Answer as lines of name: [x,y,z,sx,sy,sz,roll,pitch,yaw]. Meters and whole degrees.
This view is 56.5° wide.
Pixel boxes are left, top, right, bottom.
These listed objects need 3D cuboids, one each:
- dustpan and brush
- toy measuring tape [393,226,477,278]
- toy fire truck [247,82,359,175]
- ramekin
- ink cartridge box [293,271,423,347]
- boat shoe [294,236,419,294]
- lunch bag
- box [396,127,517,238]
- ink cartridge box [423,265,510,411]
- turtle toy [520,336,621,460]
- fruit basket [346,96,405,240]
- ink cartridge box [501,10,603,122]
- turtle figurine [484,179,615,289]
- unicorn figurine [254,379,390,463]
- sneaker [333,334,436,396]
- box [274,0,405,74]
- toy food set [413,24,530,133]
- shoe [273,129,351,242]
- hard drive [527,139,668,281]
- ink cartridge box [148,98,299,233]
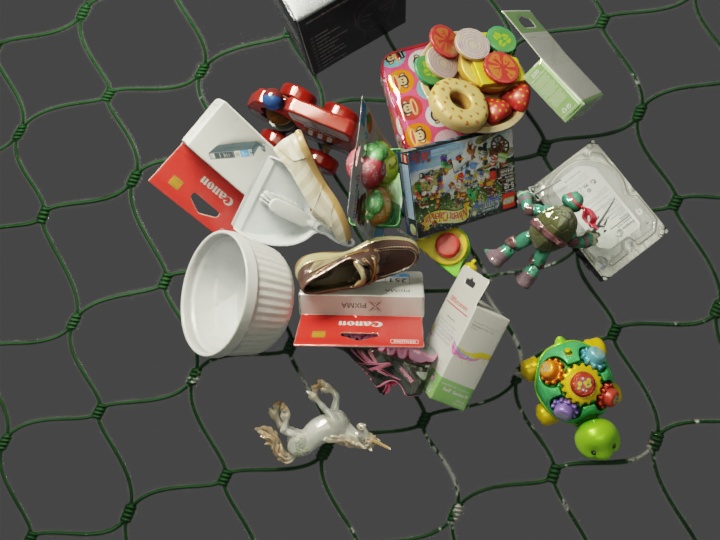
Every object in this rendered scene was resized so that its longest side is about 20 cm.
dustpan and brush: [-0.097,-0.088,1.129,0.199,0.057,0.140,25,95,-32]
toy measuring tape: [0.122,-0.062,1.131,0.200,0.074,0.074,40,88,16]
toy fire truck: [-0.095,-0.249,1.106,0.199,0.168,0.113,25,86,5]
ramekin: [-0.194,0.042,1.075,0.200,0.105,0.201,-14,71,45]
ink cartridge box: [0.002,0.056,1.063,0.199,0.176,0.045,1,115,3]
boat shoe: [0.000,0.000,1.034,0.199,0.072,0.073,-9,120,-8]
lunch bag: [0.135,-0.288,1.146,0.175,0.082,0.201,-16,82,-3]
box: [0.160,-0.145,1.084,0.199,0.038,0.137,-18,111,-22]
ink cartridge box: [0.163,0.103,1.060,0.067,0.117,0.201,23,98,-16]
turtle toy: [0.352,0.201,1.070,0.145,0.101,0.201,-18,84,1]
fruit basket: [0.025,-0.143,1.051,0.093,0.200,0.186,4,76,12]
ink cartridge box: [0.308,-0.341,1.109,0.200,0.145,0.048,50,126,7]
turtle figurine: [0.302,-0.070,1.080,0.150,0.101,0.200,44,113,9]
unicorn figurine: [-0.062,0.257,1.109,0.199,0.074,0.138,-26,93,14]
sneaker: [0.026,0.149,1.077,0.199,0.079,0.096,12,95,39]
box: [-0.035,-0.458,1.110,0.199,0.197,0.124,-30,84,-1]
toy food set: [0.182,-0.310,1.076,0.199,0.049,0.199,-12,73,-18]
shoe: [-0.074,-0.127,1.080,0.053,0.070,0.201,-28,113,-1]
hard drive: [0.399,-0.100,1.131,0.139,0.038,0.200,-36,84,-1]
ink cartridge box: [-0.214,-0.149,1.108,0.176,0.045,0.200,-50,123,-2]
